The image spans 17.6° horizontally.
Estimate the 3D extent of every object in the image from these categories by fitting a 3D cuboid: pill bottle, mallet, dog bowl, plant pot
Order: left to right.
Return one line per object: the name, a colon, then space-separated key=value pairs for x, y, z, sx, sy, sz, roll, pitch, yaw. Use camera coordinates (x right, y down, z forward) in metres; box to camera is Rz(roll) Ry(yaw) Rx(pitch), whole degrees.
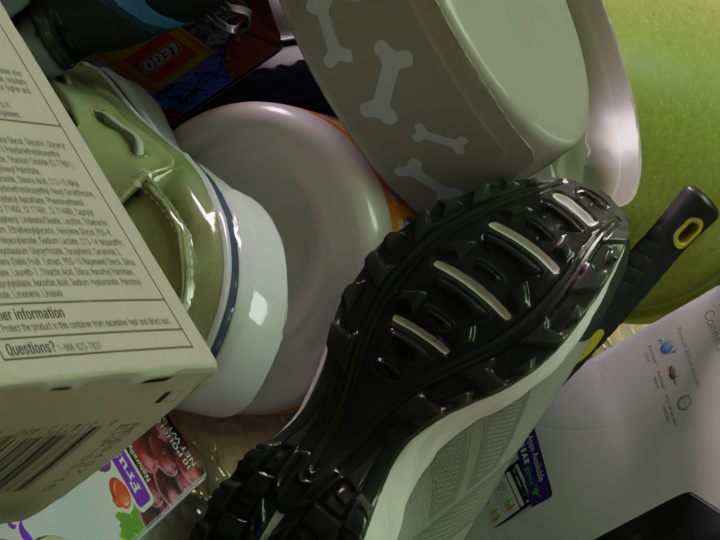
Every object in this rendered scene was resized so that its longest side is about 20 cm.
pill bottle: x=0.000 y=0.000 z=0.901 sx=0.200 sy=0.112 sz=0.112 roll=5 pitch=55 yaw=-64
dog bowl: x=0.031 y=-0.102 z=0.851 sx=0.200 sy=0.059 sz=0.200 roll=48 pitch=27 yaw=-35
mallet: x=0.059 y=0.041 z=0.884 sx=0.066 sy=0.200 sz=0.041 roll=37 pitch=-1 yaw=-35
plant pot: x=0.097 y=-0.089 z=1.174 sx=0.184 sy=0.200 sz=0.201 roll=17 pitch=43 yaw=-45

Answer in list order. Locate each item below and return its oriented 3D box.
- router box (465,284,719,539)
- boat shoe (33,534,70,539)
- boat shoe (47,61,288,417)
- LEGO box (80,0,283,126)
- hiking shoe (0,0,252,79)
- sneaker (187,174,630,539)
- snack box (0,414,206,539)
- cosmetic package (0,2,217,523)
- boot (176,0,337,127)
router box: x=0.109 y=0.123 z=0.877 sx=0.049 sy=0.179 sz=0.200 roll=40 pitch=26 yaw=-41
boat shoe: x=-0.072 y=0.150 z=0.522 sx=0.073 sy=0.065 sz=0.200 roll=80 pitch=18 yaw=-50
boat shoe: x=-0.085 y=-0.016 z=0.771 sx=0.062 sy=0.072 sz=0.200 roll=21 pitch=15 yaw=-33
LEGO box: x=-0.123 y=-0.173 z=0.915 sx=0.149 sy=0.077 sz=0.200 roll=33 pitch=32 yaw=-50
hiking shoe: x=-0.097 y=-0.155 z=0.733 sx=0.074 sy=0.086 sz=0.200 roll=-101 pitch=178 yaw=-47
sneaker: x=0.019 y=0.053 z=0.786 sx=0.074 sy=0.200 sz=0.079 roll=38 pitch=-1 yaw=30
snack box: x=-0.129 y=0.040 z=0.633 sx=0.142 sy=0.053 sz=0.200 roll=56 pitch=21 yaw=-2
cosmetic package: x=-0.131 y=-0.037 z=0.565 sx=0.200 sy=0.073 sz=0.103 roll=57 pitch=22 yaw=16
boot: x=-0.020 y=-0.158 z=1.015 sx=0.066 sy=0.164 sz=0.200 roll=101 pitch=-21 yaw=-56
